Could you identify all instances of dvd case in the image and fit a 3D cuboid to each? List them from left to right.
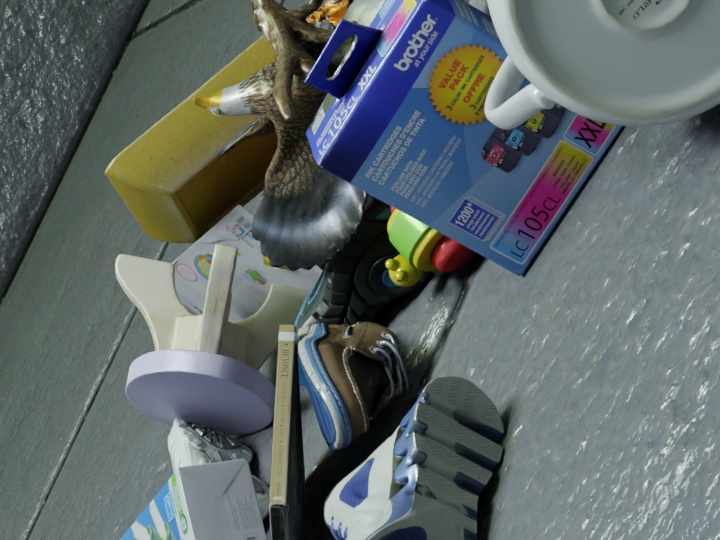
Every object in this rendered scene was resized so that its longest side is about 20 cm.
[{"bbox_3d":[-0.051,0.157,1.383,0.200,0.016,0.149,-91,-1,-55],"label":"dvd case"}]

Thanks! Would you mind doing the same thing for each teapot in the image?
[{"bbox_3d":[0.163,-0.187,1.154,0.146,0.199,0.198,-84,-14,-67],"label":"teapot"}]

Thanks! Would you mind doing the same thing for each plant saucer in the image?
[{"bbox_3d":[-0.112,-0.104,1.667,0.200,0.048,0.200,-41,-15,-6],"label":"plant saucer"}]

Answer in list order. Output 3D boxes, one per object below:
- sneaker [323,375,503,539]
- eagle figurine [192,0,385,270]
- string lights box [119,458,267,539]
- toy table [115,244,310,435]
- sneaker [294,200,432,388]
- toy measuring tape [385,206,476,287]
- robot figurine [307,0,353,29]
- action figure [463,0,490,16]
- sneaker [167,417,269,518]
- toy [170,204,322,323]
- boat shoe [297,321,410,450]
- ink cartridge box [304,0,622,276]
[{"bbox_3d":[0.022,0.171,1.202,0.115,0.080,0.200,-46,16,50],"label":"sneaker"},{"bbox_3d":[-0.049,-0.119,1.427,0.152,0.150,0.200,-58,-22,-28],"label":"eagle figurine"},{"bbox_3d":[-0.131,0.229,1.458,0.200,0.059,0.103,-50,50,54],"label":"string lights box"},{"bbox_3d":[-0.128,0.060,1.635,0.200,0.183,0.118,141,141,-67],"label":"toy table"},{"bbox_3d":[0.000,0.000,1.506,0.200,0.073,0.082,-52,19,28],"label":"sneaker"},{"bbox_3d":[0.075,-0.061,1.383,0.200,0.073,0.074,-53,20,29],"label":"toy measuring tape"},{"bbox_3d":[-0.027,-0.128,1.589,0.145,0.058,0.201,-51,-37,-65],"label":"robot figurine"},{"bbox_3d":[0.105,-0.239,1.385,0.104,0.194,0.200,-22,3,38],"label":"action figure"},{"bbox_3d":[-0.136,0.191,1.608,0.100,0.078,0.200,-63,16,8],"label":"sneaker"},{"bbox_3d":[-0.098,-0.001,1.726,0.047,0.115,0.200,-58,13,-29],"label":"toy"},{"bbox_3d":[-0.004,0.070,1.393,0.072,0.073,0.200,-16,15,-1],"label":"boat shoe"},{"bbox_3d":[0.056,-0.105,1.290,0.137,0.199,0.076,-57,18,15],"label":"ink cartridge box"}]
